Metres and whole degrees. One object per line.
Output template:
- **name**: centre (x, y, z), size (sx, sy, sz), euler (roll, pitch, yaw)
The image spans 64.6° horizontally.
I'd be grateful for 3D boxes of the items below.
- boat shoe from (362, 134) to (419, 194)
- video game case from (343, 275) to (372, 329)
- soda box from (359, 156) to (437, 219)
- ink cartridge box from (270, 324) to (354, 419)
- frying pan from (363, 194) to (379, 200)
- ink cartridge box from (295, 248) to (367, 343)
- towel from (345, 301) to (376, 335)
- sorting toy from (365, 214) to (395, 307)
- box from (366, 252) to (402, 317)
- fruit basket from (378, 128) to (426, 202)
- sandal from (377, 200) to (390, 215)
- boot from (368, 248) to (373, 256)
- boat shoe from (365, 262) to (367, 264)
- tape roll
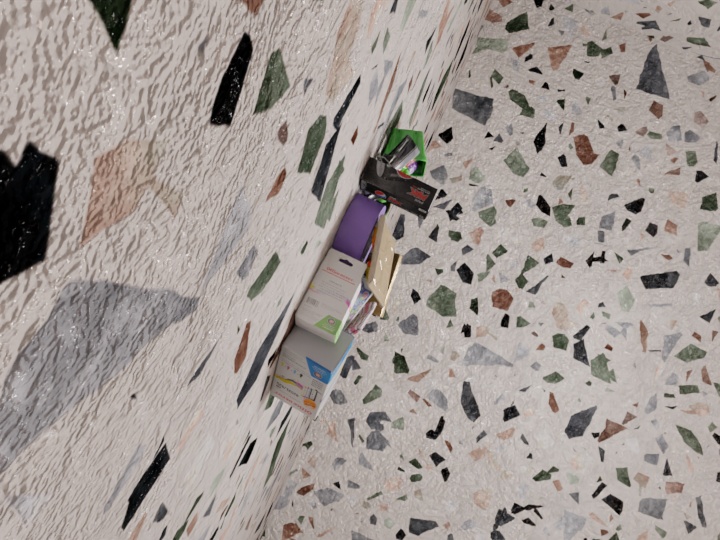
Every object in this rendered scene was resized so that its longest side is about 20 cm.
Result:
- **boat shoe**: centre (0.073, -0.291, 1.555), size (0.198, 0.069, 0.074), euler (-40, -161, -1)
- **video game case**: centre (-0.053, 0.091, 1.538), size (0.142, 0.018, 0.202), euler (24, 109, -45)
- **soda box**: centre (0.097, -0.212, 1.469), size (0.072, 0.196, 0.063), euler (-63, 175, -14)
- **ink cartridge box**: centre (-0.127, 0.244, 1.463), size (0.145, 0.144, 0.203), euler (-54, 168, -48)
- **frying pan**: centre (0.057, -0.227, 1.594), size (0.112, 0.032, 0.190), euler (-23, 176, -9)
- **ink cartridge box**: centre (-0.070, 0.061, 1.414), size (0.068, 0.114, 0.204), euler (96, 19, -65)
- **towel**: centre (-0.050, 0.164, 1.678), size (0.197, 0.030, 0.147), euler (-28, -165, 31)
- **sorting toy**: centre (0.051, -0.021, 1.497), size (0.201, 0.035, 0.191), euler (63, 36, -66)
- **box**: centre (0.043, 0.032, 1.818), size (0.021, 0.161, 0.206), euler (21, 87, -45)
- **fruit basket**: centre (0.119, -0.302, 1.713), size (0.216, 0.150, 0.223), euler (7, 90, -86)
- **sandal**: centre (0.060, -0.206, 1.772), size (0.203, 0.078, 0.058), euler (-62, 170, -48)
- **boot**: centre (0.039, -0.075, 1.773), size (0.200, 0.143, 0.072), euler (-32, 147, -81)
- **boat shoe**: centre (0.000, 0.000, 1.731), size (0.201, 0.064, 0.076), euler (58, 36, -46)
- **tape roll**: centre (-0.007, -0.099, 1.549), size (0.200, 0.083, 0.204), euler (89, 25, -79)
